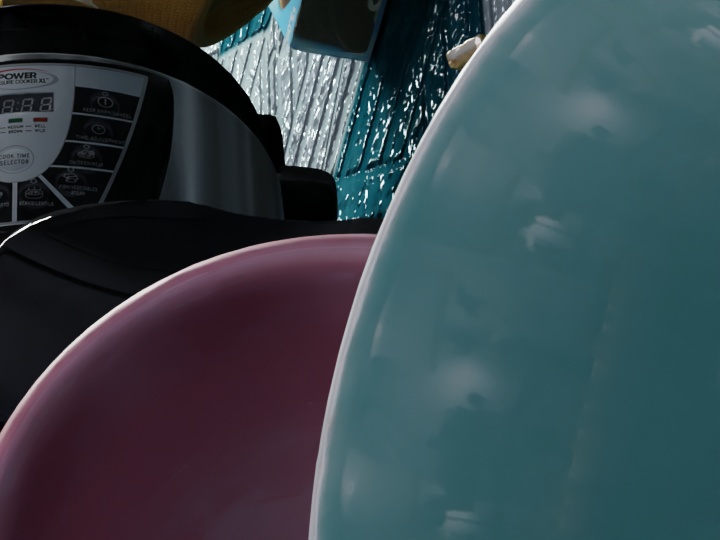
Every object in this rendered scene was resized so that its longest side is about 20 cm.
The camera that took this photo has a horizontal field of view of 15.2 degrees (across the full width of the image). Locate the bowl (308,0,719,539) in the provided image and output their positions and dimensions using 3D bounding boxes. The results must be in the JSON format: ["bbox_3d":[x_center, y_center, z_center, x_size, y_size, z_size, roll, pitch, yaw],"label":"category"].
[{"bbox_3d":[0.083,0.040,0.489,0.201,0.105,0.201,-39,43,50],"label":"bowl"}]

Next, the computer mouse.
[{"bbox_3d":[0.000,0.000,0.710,0.046,0.200,0.141,55,129,46],"label":"computer mouse"}]

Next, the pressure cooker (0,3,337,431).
[{"bbox_3d":[-0.112,0.006,0.942,0.179,0.176,0.200,-33,42,30],"label":"pressure cooker"}]

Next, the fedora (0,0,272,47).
[{"bbox_3d":[-0.053,-0.148,0.991,0.201,0.082,0.201,-56,-9,-13],"label":"fedora"}]

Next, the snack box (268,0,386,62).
[{"bbox_3d":[0.002,-0.197,1.072,0.116,0.037,0.200,-116,39,-62],"label":"snack box"}]

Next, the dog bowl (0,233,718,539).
[{"bbox_3d":[-0.003,0.081,0.605,0.074,0.200,0.200,74,-161,-68],"label":"dog bowl"}]
